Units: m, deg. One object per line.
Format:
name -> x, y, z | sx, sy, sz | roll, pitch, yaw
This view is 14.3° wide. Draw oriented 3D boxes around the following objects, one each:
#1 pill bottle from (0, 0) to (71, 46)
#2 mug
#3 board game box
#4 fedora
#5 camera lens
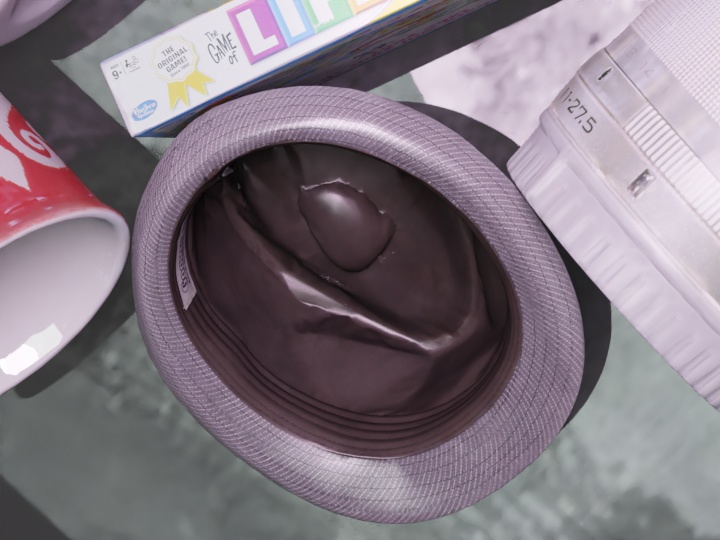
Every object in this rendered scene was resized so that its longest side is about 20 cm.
pill bottle -> -0.191, -0.202, 1.239 | 0.112, 0.112, 0.200 | -43, 86, 8
mug -> -0.223, -0.035, 1.232 | 0.178, 0.133, 0.200 | -47, 70, 20
board game box -> 0.000, -0.111, 1.203 | 0.199, 0.134, 0.034 | -25, 88, 8
fedora -> 0.000, 0.000, 1.216 | 0.200, 0.090, 0.177 | 39, 115, -12
camera lens -> 0.180, -0.057, 1.164 | 0.200, 0.160, 0.160 | -43, 86, 8
